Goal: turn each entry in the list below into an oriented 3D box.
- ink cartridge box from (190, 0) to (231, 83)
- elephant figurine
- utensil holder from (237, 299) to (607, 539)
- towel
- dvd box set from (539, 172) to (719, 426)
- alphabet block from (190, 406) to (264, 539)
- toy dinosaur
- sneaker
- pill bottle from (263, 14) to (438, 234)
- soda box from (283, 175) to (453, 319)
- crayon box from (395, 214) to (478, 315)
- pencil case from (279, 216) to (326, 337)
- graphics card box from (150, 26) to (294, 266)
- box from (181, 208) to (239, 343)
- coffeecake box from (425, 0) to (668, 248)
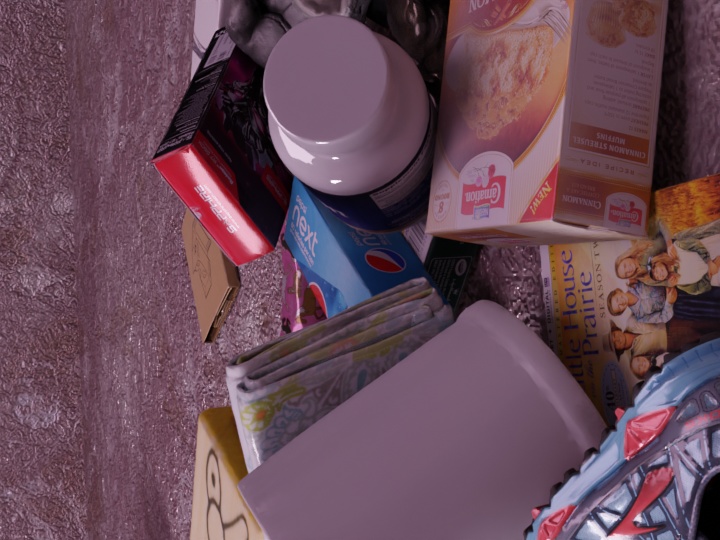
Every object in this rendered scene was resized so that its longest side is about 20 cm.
[{"bbox_3d":[-0.092,-0.208,1.061,0.084,0.143,0.203,-134,46,-56],"label":"ink cartridge box"},{"bbox_3d":[-0.019,-0.253,0.896,0.199,0.154,0.143,-36,28,38],"label":"elephant figurine"},{"bbox_3d":[0.044,0.144,0.663,0.171,0.198,0.170,54,168,17],"label":"utensil holder"},{"bbox_3d":[-0.002,0.120,0.756,0.048,0.169,0.203,38,144,54],"label":"towel"},{"bbox_3d":[0.178,0.027,0.624,0.199,0.029,0.149,166,100,-65],"label":"dvd box set"},{"bbox_3d":[-0.037,0.246,0.929,0.195,0.193,0.203,44,131,54],"label":"alphabet block"},{"bbox_3d":[0.048,-0.217,0.835,0.102,0.076,0.203,-46,54,49],"label":"toy dinosaur"},{"bbox_3d":[0.154,0.132,0.540,0.096,0.078,0.202,58,136,41],"label":"sneaker"},{"bbox_3d":[-0.001,-0.099,0.732,0.200,0.109,0.113,41,-141,-74],"label":"pill bottle"},{"bbox_3d":[0.000,0.000,0.856,0.201,0.063,0.069,-121,37,-47],"label":"soda box"},{"bbox_3d":[0.032,-0.049,0.916,0.201,0.051,0.127,-120,36,-45],"label":"crayon box"},{"bbox_3d":[-0.045,0.021,1.058,0.086,0.082,0.204,8,100,59],"label":"pencil case"},{"bbox_3d":[-0.104,-0.120,0.937,0.050,0.126,0.202,-18,37,28],"label":"graphics card box"},{"bbox_3d":[-0.220,-0.020,1.516,0.164,0.021,0.203,122,138,-52],"label":"box"},{"bbox_3d":[0.115,-0.121,0.661,0.153,0.072,0.204,177,99,-65],"label":"coffeecake box"}]
